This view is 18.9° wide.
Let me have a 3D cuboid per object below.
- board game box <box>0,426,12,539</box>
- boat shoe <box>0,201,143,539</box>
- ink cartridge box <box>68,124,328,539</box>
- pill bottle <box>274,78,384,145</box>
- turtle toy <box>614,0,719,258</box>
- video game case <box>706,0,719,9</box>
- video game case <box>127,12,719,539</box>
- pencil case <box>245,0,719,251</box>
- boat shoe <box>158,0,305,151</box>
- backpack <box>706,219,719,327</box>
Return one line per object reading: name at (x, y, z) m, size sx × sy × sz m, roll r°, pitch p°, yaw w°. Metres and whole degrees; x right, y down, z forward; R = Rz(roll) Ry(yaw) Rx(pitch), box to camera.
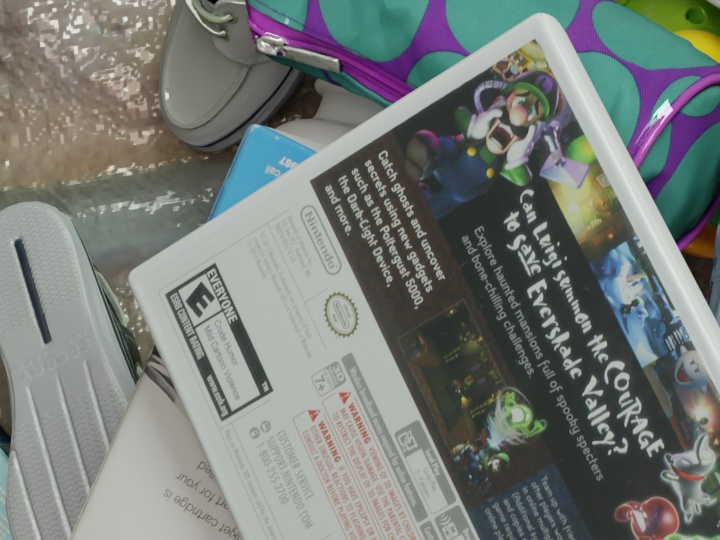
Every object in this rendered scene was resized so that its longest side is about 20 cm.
board game box at (-0.253, 0.121, 0.973) m, size 0.200 × 0.047 × 0.151 m, roll -43°, pitch 83°, yaw -1°
boat shoe at (-0.114, 0.065, 0.941) m, size 0.072 × 0.071 × 0.202 m, roll -20°, pitch 67°, yaw 16°
ink cartridge box at (-0.008, 0.068, 0.806) m, size 0.146 × 0.086 × 0.201 m, roll 27°, pitch 98°, yaw 23°
pill bottle at (0.000, 0.000, 0.932) m, size 0.119 × 0.120 × 0.202 m, roll 17°, pitch 84°, yaw 6°
turtle toy at (0.133, -0.089, 0.915) m, size 0.200 × 0.101 × 0.146 m, roll 45°, pitch 43°, yaw -21°
video game case at (0.120, -0.172, 0.884) m, size 0.199 × 0.143 × 0.018 m, roll 33°, pitch 130°, yaw 6°
video game case at (0.033, 0.044, 0.734) m, size 0.181 × 0.023 × 0.201 m, roll -31°, pitch 73°, yaw 18°
pencil case at (0.047, -0.079, 0.831) m, size 0.199 × 0.085 × 0.092 m, roll 31°, pitch 65°, yaw 27°
boat shoe at (-0.049, -0.132, 0.930) m, size 0.074 × 0.067 × 0.201 m, roll 44°, pitch 124°, yaw 22°
backpack at (0.183, 0.071, 0.755) m, size 0.162 × 0.154 × 0.202 m, roll 17°, pitch 98°, yaw 0°
